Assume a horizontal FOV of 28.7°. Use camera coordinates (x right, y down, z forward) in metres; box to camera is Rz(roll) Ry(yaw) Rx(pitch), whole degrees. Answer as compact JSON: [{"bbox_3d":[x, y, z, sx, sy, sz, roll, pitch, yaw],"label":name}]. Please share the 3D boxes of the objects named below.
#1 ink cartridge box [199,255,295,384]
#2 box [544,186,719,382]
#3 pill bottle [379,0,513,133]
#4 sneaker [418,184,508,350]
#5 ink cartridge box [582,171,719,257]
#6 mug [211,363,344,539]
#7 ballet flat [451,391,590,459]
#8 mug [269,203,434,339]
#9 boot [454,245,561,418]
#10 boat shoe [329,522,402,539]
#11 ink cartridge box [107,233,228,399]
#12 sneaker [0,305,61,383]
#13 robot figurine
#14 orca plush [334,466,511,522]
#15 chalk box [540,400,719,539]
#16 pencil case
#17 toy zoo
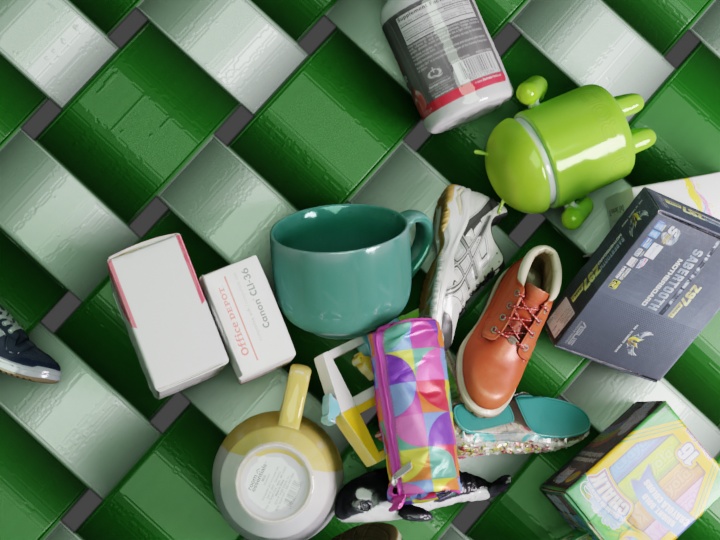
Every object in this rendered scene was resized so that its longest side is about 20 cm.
[{"bbox_3d":[-0.121,0.054,1.502,0.067,0.200,0.117,-23,87,-7],"label":"ink cartridge box"},{"bbox_3d":[0.320,0.020,1.545,0.157,0.051,0.200,20,120,-28],"label":"box"},{"bbox_3d":[0.088,-0.267,1.600,0.110,0.111,0.201,-23,86,-7],"label":"pill bottle"},{"bbox_3d":[0.120,0.001,1.583,0.087,0.076,0.201,15,72,-9],"label":"sneaker"},{"bbox_3d":[0.354,-0.067,1.600,0.199,0.117,0.068,-11,87,-7],"label":"ink cartridge box"},{"bbox_3d":[-0.097,0.208,1.509,0.149,0.153,0.188,-19,84,-3],"label":"mug"},{"bbox_3d":[0.165,0.178,1.577,0.199,0.064,0.076,5,48,-29],"label":"ballet flat"},{"bbox_3d":[-0.004,0.004,1.541,0.184,0.152,0.115,-4,112,-2],"label":"mug"},{"bbox_3d":[0.165,0.063,1.543,0.075,0.107,0.201,25,61,-6],"label":"boot"},{"bbox_3d":[-0.022,0.332,1.515,0.200,0.072,0.066,-29,111,32],"label":"boat shoe"},{"bbox_3d":[-0.207,0.053,1.496,0.082,0.200,0.147,-21,86,-11],"label":"ink cartridge box"},{"bbox_3d":[-0.407,0.045,1.543,0.199,0.070,0.109,23,84,0],"label":"sneaker"},{"bbox_3d":[0.230,-0.138,1.595,0.199,0.116,0.176,-23,100,-9],"label":"robot figurine"},{"bbox_3d":[0.067,0.228,1.544,0.199,0.105,0.072,-2,99,-7],"label":"orca plush"},{"bbox_3d":[0.289,0.255,1.558,0.200,0.124,0.124,-41,89,-7],"label":"chalk box"},{"bbox_3d":[0.057,0.151,1.485,0.088,0.088,0.201,-6,76,-6],"label":"pencil case"},{"bbox_3d":[0.030,0.129,1.546,0.199,0.020,0.132,-24,86,-41],"label":"toy zoo"}]
